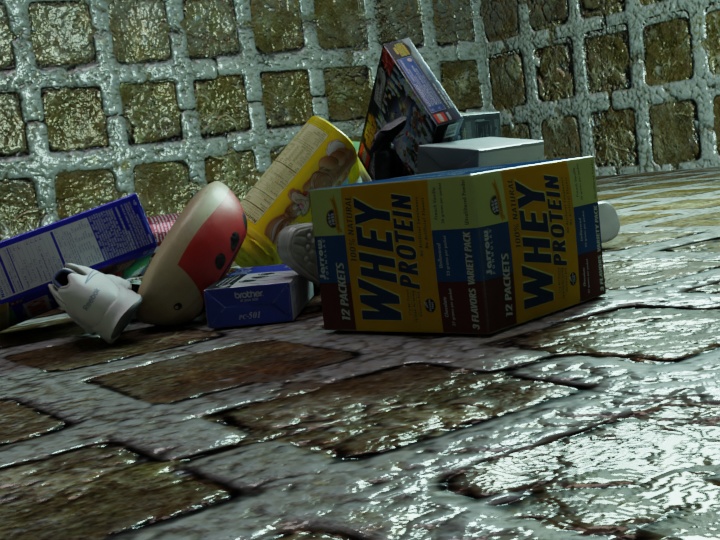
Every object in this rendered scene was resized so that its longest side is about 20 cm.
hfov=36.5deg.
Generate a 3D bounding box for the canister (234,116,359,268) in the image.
[{"bbox_3d":[-0.091,-0.090,1.437,0.086,0.200,0.149,35,-12,14],"label":"canister"}]

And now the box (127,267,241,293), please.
[{"bbox_3d":[-0.223,0.024,1.410,0.136,0.038,0.199,-11,7,-31],"label":"box"}]

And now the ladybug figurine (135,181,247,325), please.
[{"bbox_3d":[-0.185,-0.016,1.243,0.072,0.201,0.136,27,-33,0],"label":"ladybug figurine"}]

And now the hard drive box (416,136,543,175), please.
[{"bbox_3d":[0.138,-0.069,1.250,0.076,0.157,0.200,8,12,29],"label":"hard drive box"}]

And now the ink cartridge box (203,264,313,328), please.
[{"bbox_3d":[-0.110,0.025,1.235,0.093,0.045,0.200,-5,6,4],"label":"ink cartridge box"}]

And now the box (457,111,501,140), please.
[{"bbox_3d":[0.131,-0.107,1.454,0.051,0.202,0.157,2,11,39],"label":"box"}]

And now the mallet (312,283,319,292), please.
[{"bbox_3d":[0.000,0.000,1.408,0.199,0.042,0.066,-6,4,-34],"label":"mallet"}]

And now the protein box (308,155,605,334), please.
[{"bbox_3d":[0.092,-0.026,1.030,0.198,0.136,0.199,-1,8,43],"label":"protein box"}]

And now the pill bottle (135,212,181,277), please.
[{"bbox_3d":[-0.303,-0.023,1.604,0.198,0.114,0.113,-9,6,-19],"label":"pill bottle"}]

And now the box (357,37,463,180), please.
[{"bbox_3d":[0.056,-0.161,1.332,0.040,0.137,0.201,-17,-31,-22],"label":"box"}]

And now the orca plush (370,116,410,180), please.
[{"bbox_3d":[0.058,-0.089,1.254,0.070,0.201,0.106,6,41,10],"label":"orca plush"}]

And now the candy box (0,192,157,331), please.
[{"bbox_3d":[-0.360,-0.008,1.327,0.199,0.078,0.169,-22,-5,-21],"label":"candy box"}]

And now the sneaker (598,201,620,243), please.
[{"bbox_3d":[0.246,-0.046,1.444,0.199,0.076,0.088,-4,-9,-32],"label":"sneaker"}]

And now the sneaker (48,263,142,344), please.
[{"bbox_3d":[-0.297,0.023,1.188,0.087,0.075,0.200,37,-13,-19],"label":"sneaker"}]

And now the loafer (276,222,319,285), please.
[{"bbox_3d":[-0.040,-0.012,1.242,0.069,0.071,0.200,6,-9,32],"label":"loafer"}]

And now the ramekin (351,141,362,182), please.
[{"bbox_3d":[-0.021,-0.098,1.610,0.097,0.202,0.200,4,10,28],"label":"ramekin"}]

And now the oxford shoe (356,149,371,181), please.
[{"bbox_3d":[0.053,-0.093,1.484,0.058,0.201,0.075,-31,-24,17],"label":"oxford shoe"}]
